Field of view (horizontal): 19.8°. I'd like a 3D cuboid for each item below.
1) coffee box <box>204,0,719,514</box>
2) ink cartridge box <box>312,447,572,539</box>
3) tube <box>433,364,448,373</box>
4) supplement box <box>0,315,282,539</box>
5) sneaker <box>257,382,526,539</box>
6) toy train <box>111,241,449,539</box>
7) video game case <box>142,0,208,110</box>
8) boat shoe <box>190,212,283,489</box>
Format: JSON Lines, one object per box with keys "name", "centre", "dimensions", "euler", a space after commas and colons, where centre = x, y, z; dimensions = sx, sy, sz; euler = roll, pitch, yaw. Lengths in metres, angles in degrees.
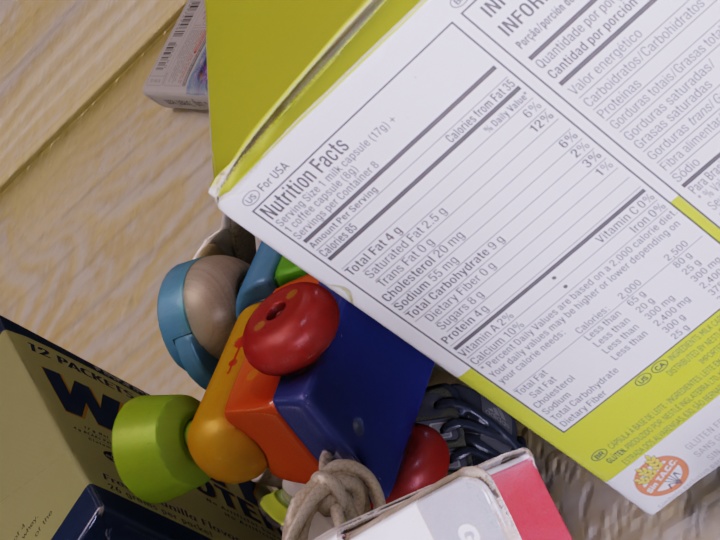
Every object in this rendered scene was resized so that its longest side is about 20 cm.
{"name": "coffee box", "centre": [0.083, -0.090, 0.648], "dimensions": [0.200, 0.197, 0.200], "euler": [-42, 31, 24]}
{"name": "ink cartridge box", "centre": [0.035, 0.157, 0.501], "dimensions": [0.175, 0.084, 0.201], "euler": [-34, 78, 39]}
{"name": "tube", "centre": [0.000, 0.000, 0.876], "dimensions": [0.058, 0.052, 0.200], "euler": [-42, 22, -14]}
{"name": "supplement box", "centre": [-0.125, 0.160, 0.828], "dimensions": [0.201, 0.134, 0.200], "euler": [-57, 27, 5]}
{"name": "sneaker", "centre": [0.031, 0.082, 0.717], "dimensions": [0.081, 0.074, 0.200], "euler": [-59, 29, -7]}
{"name": "toy train", "centre": [-0.037, 0.054, 0.686], "dimensions": [0.115, 0.085, 0.201], "euler": [-17, 35, 34]}
{"name": "video game case", "centre": [-0.035, -0.178, 1.138], "dimensions": [0.182, 0.024, 0.201], "euler": [11, 72, 61]}
{"name": "boat shoe", "centre": [-0.041, 0.010, 0.820], "dimensions": [0.071, 0.069, 0.201], "euler": [-125, 33, -46]}
